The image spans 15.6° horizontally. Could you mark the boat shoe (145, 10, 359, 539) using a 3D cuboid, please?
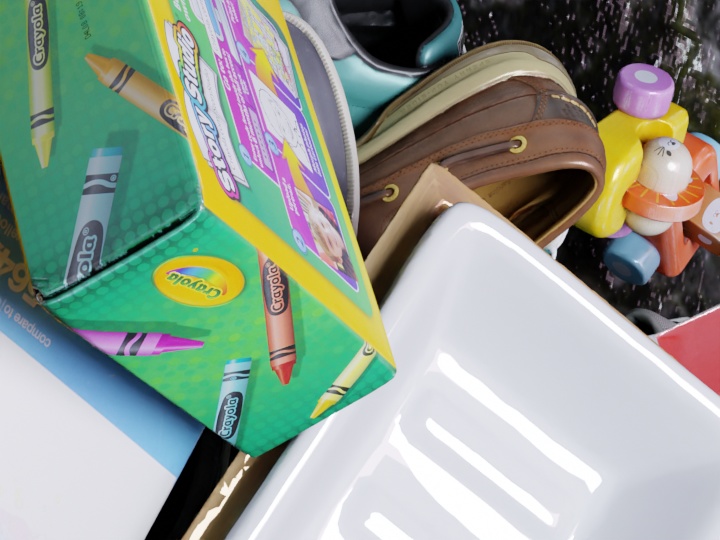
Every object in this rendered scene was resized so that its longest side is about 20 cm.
[{"bbox_3d":[-0.048,0.007,0.888,0.063,0.072,0.202,18,81,-72],"label":"boat shoe"}]

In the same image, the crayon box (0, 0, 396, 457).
[{"bbox_3d":[-0.063,-0.057,0.800,0.119,0.058,0.201,42,25,-52],"label":"crayon box"}]

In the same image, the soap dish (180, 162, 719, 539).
[{"bbox_3d":[0.025,0.093,0.844,0.157,0.081,0.201,38,68,-12],"label":"soap dish"}]

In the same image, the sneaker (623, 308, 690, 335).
[{"bbox_3d":[0.148,0.052,1.144,0.199,0.074,0.089,-26,115,-41],"label":"sneaker"}]

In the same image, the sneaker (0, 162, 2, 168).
[{"bbox_3d":[-0.141,-0.086,0.836,0.199,0.070,0.100,27,81,-39],"label":"sneaker"}]

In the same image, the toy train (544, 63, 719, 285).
[{"bbox_3d":[0.100,0.007,1.034,0.200,0.055,0.151,-52,156,-25],"label":"toy train"}]

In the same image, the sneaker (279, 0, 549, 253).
[{"bbox_3d":[0.022,-0.059,0.985,0.080,0.072,0.200,-39,134,19],"label":"sneaker"}]

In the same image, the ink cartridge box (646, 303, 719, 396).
[{"bbox_3d":[0.117,0.090,1.014,0.175,0.045,0.200,-22,147,-7],"label":"ink cartridge box"}]

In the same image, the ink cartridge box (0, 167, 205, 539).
[{"bbox_3d":[-0.160,0.077,0.798,0.125,0.128,0.201,45,63,-39],"label":"ink cartridge box"}]

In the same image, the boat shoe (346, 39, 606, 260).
[{"bbox_3d":[0.001,0.000,0.935,0.200,0.068,0.072,-37,131,6],"label":"boat shoe"}]
